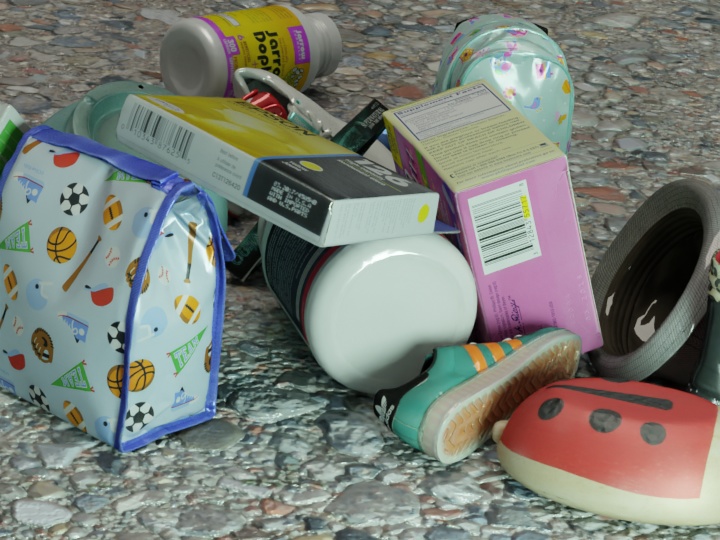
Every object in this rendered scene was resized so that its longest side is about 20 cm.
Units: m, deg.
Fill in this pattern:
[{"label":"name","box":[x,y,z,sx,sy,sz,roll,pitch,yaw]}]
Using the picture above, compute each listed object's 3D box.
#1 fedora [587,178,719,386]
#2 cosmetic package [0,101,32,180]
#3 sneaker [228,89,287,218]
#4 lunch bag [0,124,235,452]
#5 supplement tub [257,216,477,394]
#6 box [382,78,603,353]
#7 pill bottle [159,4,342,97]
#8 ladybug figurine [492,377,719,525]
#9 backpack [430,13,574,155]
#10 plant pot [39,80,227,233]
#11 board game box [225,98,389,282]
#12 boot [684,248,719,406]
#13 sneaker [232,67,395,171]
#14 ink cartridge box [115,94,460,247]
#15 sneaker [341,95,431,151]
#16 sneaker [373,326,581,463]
[{"label":"fedora","box":[0.266,0.025,1.653,0.090,0.177,0.200,31,14,-16]},{"label":"cosmetic package","box":[-0.321,-0.028,1.543,0.085,0.200,0.108,19,-18,30]},{"label":"sneaker","box":[-0.141,-0.134,1.856,0.078,0.116,0.200,36,1,29]},{"label":"lunch bag","box":[-0.187,0.005,1.505,0.170,0.201,0.124,20,26,34]},{"label":"supplement tub","box":[0.000,0.000,1.637,0.140,0.141,0.200,-2,23,-18]},{"label":"box","box":[0.107,-0.037,1.679,0.096,0.176,0.200,-19,27,-8]},{"label":"pill bottle","box":[-0.117,-0.238,2.243,0.200,0.105,0.104,-16,30,-41]},{"label":"ladybug figurine","box":[0.194,0.125,1.462,0.199,0.072,0.136,8,22,7]},{"label":"backpack","box":[0.137,-0.141,1.934,0.166,0.201,0.127,0,22,-14]},{"label":"plant pot","box":[-0.194,-0.069,1.666,0.200,0.134,0.201,13,47,-14]},{"label":"board game box","box":[-0.045,-0.074,1.827,0.028,0.135,0.200,41,26,0]},{"label":"boot","box":[0.338,0.053,1.561,0.203,0.154,0.073,-8,25,-28]},{"label":"sneaker","box":[-0.046,-0.128,1.948,0.200,0.075,0.088,35,-4,13]},{"label":"ink cartridge box","box":[-0.046,-0.078,1.513,0.197,0.047,0.200,26,19,27]},{"label":"sneaker","box":[0.045,-0.138,2.032,0.199,0.089,0.079,7,20,-13]},{"label":"sneaker","box":[0.091,0.080,1.551,0.080,0.072,0.200,26,31,33]}]
